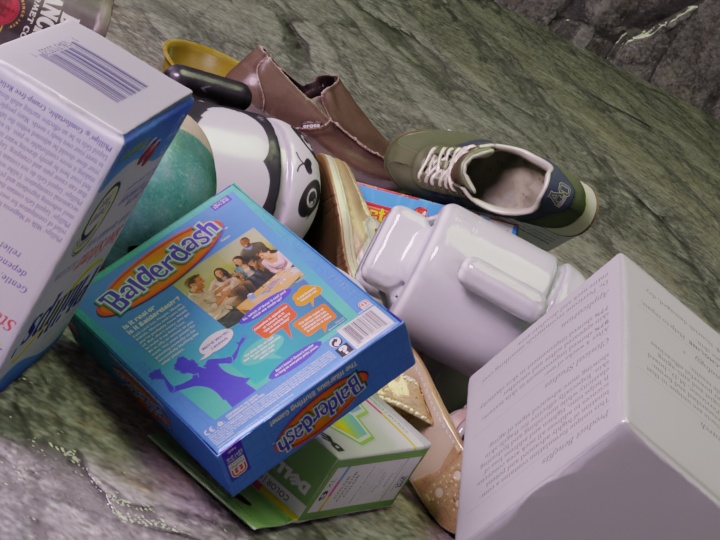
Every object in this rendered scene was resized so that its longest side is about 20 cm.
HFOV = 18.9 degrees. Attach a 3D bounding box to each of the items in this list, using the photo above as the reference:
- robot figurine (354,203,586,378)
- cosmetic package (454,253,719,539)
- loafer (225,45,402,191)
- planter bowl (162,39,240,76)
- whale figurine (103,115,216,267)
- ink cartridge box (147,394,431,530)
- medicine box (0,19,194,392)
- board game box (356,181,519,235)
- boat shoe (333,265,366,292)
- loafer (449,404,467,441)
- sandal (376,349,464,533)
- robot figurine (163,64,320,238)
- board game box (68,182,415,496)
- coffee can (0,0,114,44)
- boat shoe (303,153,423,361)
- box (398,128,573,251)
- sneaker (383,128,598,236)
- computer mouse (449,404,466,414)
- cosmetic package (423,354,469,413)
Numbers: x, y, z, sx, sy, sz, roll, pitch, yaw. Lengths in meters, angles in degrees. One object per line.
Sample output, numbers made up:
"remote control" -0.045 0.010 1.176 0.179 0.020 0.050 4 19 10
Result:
"robot figurine" 0.096 0.025 1.657 0.199 0.113 0.170 28 -7 -3
"cosmetic package" 0.182 0.136 1.521 0.166 0.167 0.200 39 31 -19
"loafer" -0.028 -0.133 1.893 0.199 0.071 0.073 27 11 -22
"planter bowl" -0.115 -0.124 1.995 0.200 0.084 0.201 30 15 -9
"whale figurine" -0.200 -0.055 1.546 0.199 0.159 0.104 2 53 -19
"ink cartridge box" -0.044 0.114 1.463 0.104 0.059 0.200 40 17 22
"medicine box" -0.208 -0.038 1.331 0.103 0.201 0.182 31 16 1
"board game box" 0.037 -0.034 1.882 0.195 0.056 0.200 15 0 3
"boat shoe" -0.067 0.025 1.534 0.199 0.074 0.065 7 -6 35
"loafer" 0.100 0.139 1.684 0.063 0.072 0.200 24 3 33
"sandal" 0.018 0.107 1.582 0.069 0.078 0.212 9 35 -53
"robot figurine" -0.127 -0.072 1.705 0.199 0.151 0.125 10 17 -31
"board game box" -0.084 0.040 1.421 0.200 0.152 0.045 40 -23 41
"coffee can" -0.322 -0.222 1.765 0.199 0.147 0.146 24 18 -28
"boat shoe" 0.000 0.000 1.748 0.066 0.074 0.201 -1 68 -33
"box" 0.088 -0.050 2.018 0.155 0.041 0.200 27 -28 -21
"sneaker" 0.096 -0.084 1.800 0.199 0.067 0.090 18 -4 28
"computer mouse" 0.056 0.118 1.719 0.200 0.034 0.059 23 26 -55
"cosmetic package" 0.100 0.069 1.843 0.199 0.090 0.107 13 24 -45
